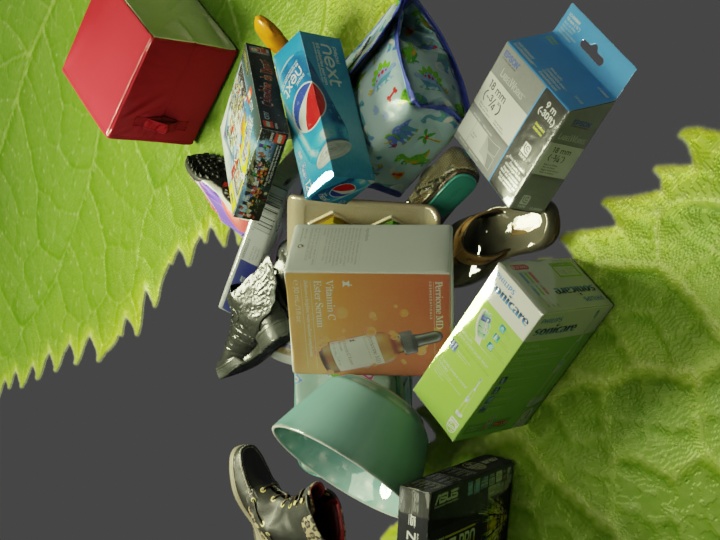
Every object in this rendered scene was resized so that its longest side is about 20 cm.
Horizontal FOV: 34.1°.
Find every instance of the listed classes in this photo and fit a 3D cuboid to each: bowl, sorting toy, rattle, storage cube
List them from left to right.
[{"bbox_3d":[-0.324,-0.322,1.803,0.201,0.169,0.181,51,123,31],"label":"storage cube"},{"bbox_3d":[-0.142,-0.231,1.626,0.199,0.142,0.131,-40,66,20],"label":"rattle"},{"bbox_3d":[0.000,0.000,1.486,0.196,0.037,0.188,6,117,8],"label":"sorting toy"},{"bbox_3d":[0.004,0.200,1.403,0.199,0.201,0.106,14,62,43],"label":"bowl"}]

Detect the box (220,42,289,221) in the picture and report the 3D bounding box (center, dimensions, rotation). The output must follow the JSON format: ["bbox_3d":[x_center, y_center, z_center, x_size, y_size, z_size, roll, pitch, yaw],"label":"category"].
[{"bbox_3d":[-0.140,-0.181,1.520,0.202,0.037,0.138,-105,30,-47],"label":"box"}]

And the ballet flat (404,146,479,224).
[{"bbox_3d":[0.078,-0.078,1.499,0.201,0.067,0.076,-50,37,28],"label":"ballet flat"}]

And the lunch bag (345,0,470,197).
[{"bbox_3d":[0.035,-0.229,1.492,0.170,0.126,0.203,-42,46,39],"label":"lunch bag"}]

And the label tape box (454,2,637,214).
[{"bbox_3d":[0.205,-0.190,1.340,0.202,0.062,0.145,-60,42,29],"label":"label tape box"}]

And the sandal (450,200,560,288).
[{"bbox_3d":[0.154,-0.034,1.422,0.198,0.054,0.083,-19,79,44],"label":"sandal"}]

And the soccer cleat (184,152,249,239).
[{"bbox_3d":[-0.208,-0.111,1.776,0.200,0.067,0.074,41,137,39],"label":"soccer cleat"}]

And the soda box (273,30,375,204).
[{"bbox_3d":[-0.046,-0.187,1.436,0.064,0.067,0.203,-35,62,44],"label":"soda box"}]

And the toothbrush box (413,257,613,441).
[{"bbox_3d":[0.174,0.090,1.345,0.086,0.144,0.201,51,125,29],"label":"toothbrush box"}]

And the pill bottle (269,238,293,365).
[{"bbox_3d":[-0.065,0.021,1.600,0.115,0.115,0.204,20,106,42],"label":"pill bottle"}]

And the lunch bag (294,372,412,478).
[{"bbox_3d":[-0.005,0.182,1.528,0.157,0.077,0.204,5,116,13],"label":"lunch bag"}]

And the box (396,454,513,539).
[{"bbox_3d":[0.110,0.316,1.381,0.048,0.199,0.165,6,96,35],"label":"box"}]

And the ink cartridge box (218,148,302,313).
[{"bbox_3d":[-0.124,-0.060,1.638,0.043,0.200,0.199,23,114,3],"label":"ink cartridge box"}]

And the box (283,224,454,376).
[{"bbox_3d":[0.015,0.036,1.418,0.196,0.107,0.155,0,123,7],"label":"box"}]

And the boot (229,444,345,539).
[{"bbox_3d":[-0.105,0.332,1.685,0.150,0.072,0.203,-29,76,43],"label":"boot"}]

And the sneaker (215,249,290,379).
[{"bbox_3d":[-0.145,0.062,1.551,0.199,0.059,0.106,-35,76,45],"label":"sneaker"}]
